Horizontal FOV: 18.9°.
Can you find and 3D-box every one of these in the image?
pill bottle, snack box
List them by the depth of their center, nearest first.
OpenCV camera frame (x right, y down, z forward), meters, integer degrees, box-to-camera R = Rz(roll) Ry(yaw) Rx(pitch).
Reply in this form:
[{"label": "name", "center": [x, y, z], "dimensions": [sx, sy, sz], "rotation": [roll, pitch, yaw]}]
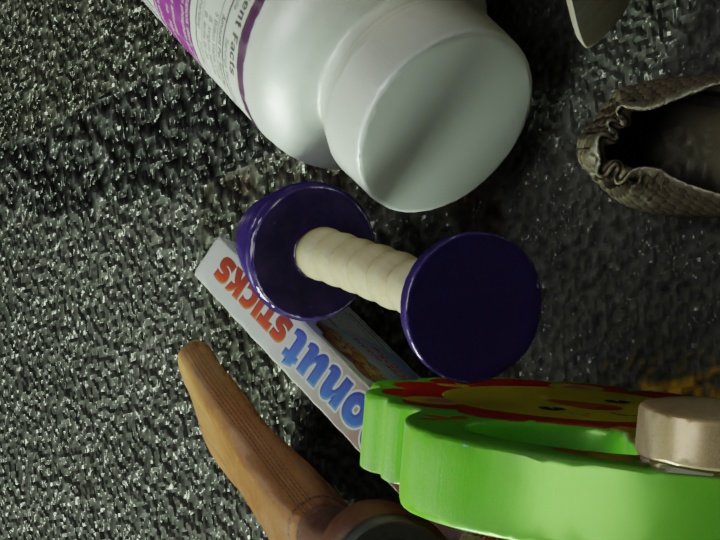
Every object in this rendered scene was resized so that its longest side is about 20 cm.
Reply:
[{"label": "snack box", "center": [0.008, 0.054, 0.888], "dimensions": [0.024, 0.072, 0.200], "rotation": [-54, 47, 9]}, {"label": "pill bottle", "center": [-0.016, -0.113, 0.902], "dimensions": [0.200, 0.112, 0.113], "rotation": [47, 122, 40]}]

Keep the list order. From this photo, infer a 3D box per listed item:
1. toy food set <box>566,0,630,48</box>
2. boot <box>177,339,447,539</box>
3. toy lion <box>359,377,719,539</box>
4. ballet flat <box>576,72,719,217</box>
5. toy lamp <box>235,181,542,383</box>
[{"label": "toy food set", "center": [0.029, -0.191, 0.830], "dimensions": [0.060, 0.144, 0.200], "rotation": [-33, 51, -9]}, {"label": "boot", "center": [-0.016, 0.094, 0.865], "dimensions": [0.068, 0.189, 0.200], "rotation": [-34, 52, -2]}, {"label": "toy lion", "center": [0.077, 0.062, 0.721], "dimensions": [0.190, 0.199, 0.069], "rotation": [7, 94, 31]}, {"label": "ballet flat", "center": [0.150, -0.048, 0.750], "dimensions": [0.199, 0.046, 0.068], "rotation": [1, 89, 50]}, {"label": "toy lamp", "center": [0.000, 0.000, 0.810], "dimensions": [0.200, 0.058, 0.059], "rotation": [-160, 77, -68]}]
